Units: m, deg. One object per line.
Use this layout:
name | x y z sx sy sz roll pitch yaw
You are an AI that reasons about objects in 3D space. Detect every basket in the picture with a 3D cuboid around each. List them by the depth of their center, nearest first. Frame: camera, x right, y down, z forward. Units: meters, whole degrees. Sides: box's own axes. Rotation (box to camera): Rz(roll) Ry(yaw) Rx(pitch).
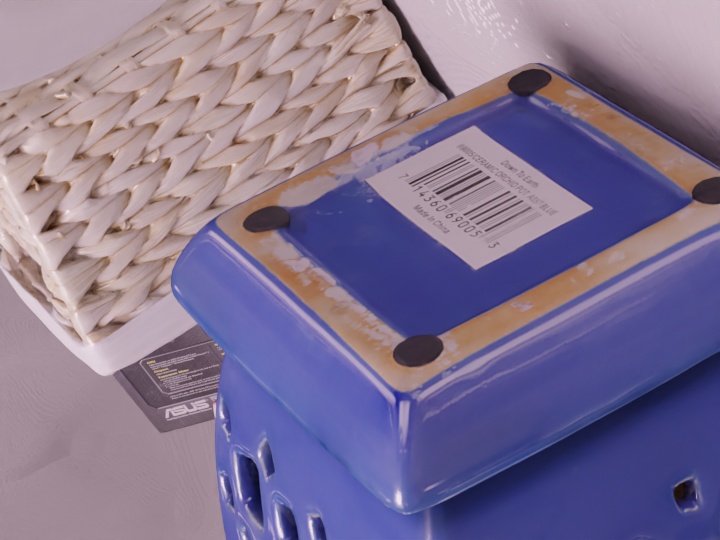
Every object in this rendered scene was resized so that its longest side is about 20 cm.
basket | -0.082 -0.073 1.054 0.135 0.200 0.124 37 158 55

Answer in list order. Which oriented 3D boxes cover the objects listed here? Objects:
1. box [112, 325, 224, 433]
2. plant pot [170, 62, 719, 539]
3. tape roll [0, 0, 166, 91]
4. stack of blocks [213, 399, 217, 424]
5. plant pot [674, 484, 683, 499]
box | -0.070 0.007 1.372 0.159 0.199 0.048 55 -149 -34
plant pot | 0.057 0.050 0.826 0.200 0.199 0.180 40 152 52
tape roll | -0.115 -0.173 0.758 0.139 0.202 0.203 47 171 15
stack of blocks | -0.006 0.147 1.110 0.115 0.058 0.201 -16 -83 -72
plant pot | 0.112 0.130 0.893 0.200 0.199 0.028 39 142 53
